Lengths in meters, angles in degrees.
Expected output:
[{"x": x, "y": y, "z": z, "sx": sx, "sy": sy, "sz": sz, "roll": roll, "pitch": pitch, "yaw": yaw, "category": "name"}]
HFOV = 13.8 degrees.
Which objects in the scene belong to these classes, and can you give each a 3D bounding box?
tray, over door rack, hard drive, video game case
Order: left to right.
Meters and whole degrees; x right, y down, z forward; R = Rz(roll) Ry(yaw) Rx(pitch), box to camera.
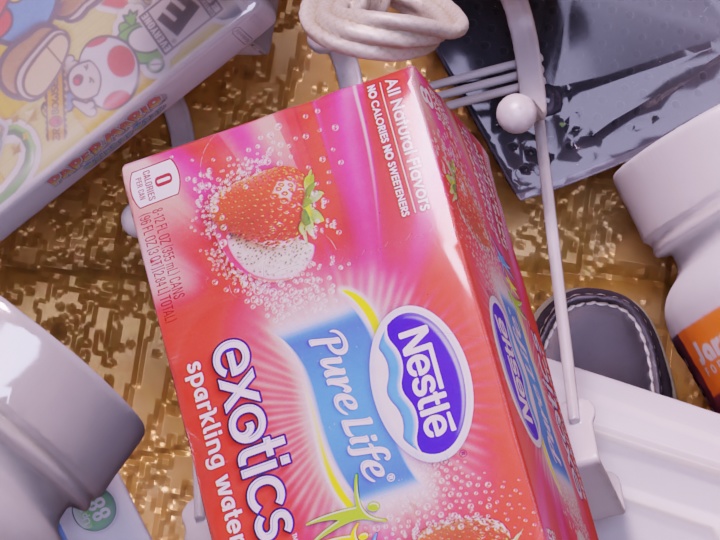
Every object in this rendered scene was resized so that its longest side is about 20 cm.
[{"x": -0.152, "y": -0.104, "z": 1.017, "sx": 0.182, "sy": 0.023, "sz": 0.200, "roll": -38, "pitch": 68, "yaw": 7, "category": "video game case"}, {"x": 0.000, "y": 0.000, "z": 0.999, "sx": 0.148, "sy": 0.067, "sz": 0.200, "roll": -15, "pitch": 62, "yaw": 14, "category": "over door rack"}, {"x": 0.066, "y": 0.086, "z": 0.994, "sx": 0.200, "sy": 0.022, "sz": 0.107, "roll": 17, "pitch": 86, "yaw": 26, "category": "tray"}, {"x": 0.114, "y": -0.120, "z": 1.088, "sx": 0.200, "sy": 0.042, "sz": 0.135, "roll": -28, "pitch": 83, "yaw": -8, "category": "hard drive"}]

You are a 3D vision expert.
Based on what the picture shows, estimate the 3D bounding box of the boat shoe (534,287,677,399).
[{"x": 0.080, "y": 0.101, "z": 1.034, "sx": 0.072, "sy": 0.065, "sz": 0.200, "roll": 9, "pitch": 79, "yaw": -4, "category": "boat shoe"}]

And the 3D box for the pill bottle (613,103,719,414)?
[{"x": 0.177, "y": 0.031, "z": 1.031, "sx": 0.114, "sy": 0.114, "sz": 0.200, "roll": -28, "pitch": 83, "yaw": -10, "category": "pill bottle"}]

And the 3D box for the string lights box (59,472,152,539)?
[{"x": -0.163, "y": 0.133, "z": 1.007, "sx": 0.200, "sy": 0.059, "sz": 0.103, "roll": -27, "pitch": 85, "yaw": -9, "category": "string lights box"}]

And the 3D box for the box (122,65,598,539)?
[{"x": 0.008, "y": 0.053, "z": 0.899, "sx": 0.100, "sy": 0.095, "sz": 0.200, "roll": -19, "pitch": 69, "yaw": 11, "category": "box"}]

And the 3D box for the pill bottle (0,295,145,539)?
[{"x": -0.164, "y": 0.099, "z": 0.925, "sx": 0.114, "sy": 0.114, "sz": 0.200, "roll": 37, "pitch": 80, "yaw": 2, "category": "pill bottle"}]

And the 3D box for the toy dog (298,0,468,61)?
[{"x": 0.013, "y": -0.142, "z": 0.965, "sx": 0.132, "sy": 0.200, "sz": 0.096, "roll": 20, "pitch": 113, "yaw": 24, "category": "toy dog"}]

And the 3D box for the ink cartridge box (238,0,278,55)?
[{"x": -0.122, "y": -0.141, "z": 1.056, "sx": 0.200, "sy": 0.050, "sz": 0.109, "roll": 6, "pitch": 78, "yaw": 21, "category": "ink cartridge box"}]
